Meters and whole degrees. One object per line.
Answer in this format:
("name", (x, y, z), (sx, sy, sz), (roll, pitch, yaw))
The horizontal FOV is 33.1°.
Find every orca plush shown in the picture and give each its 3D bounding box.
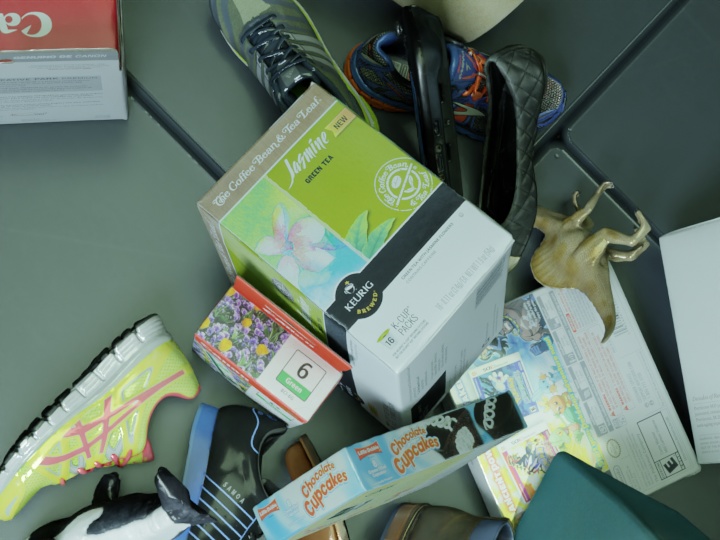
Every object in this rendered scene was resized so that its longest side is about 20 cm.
("orca plush", (-0.195, 0.182, 0.916), (0.105, 0.200, 0.072), (13, 54, -34))

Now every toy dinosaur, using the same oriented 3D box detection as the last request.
("toy dinosaur", (0.196, -0.012, 1.030), (0.101, 0.058, 0.201), (-30, 47, 1))

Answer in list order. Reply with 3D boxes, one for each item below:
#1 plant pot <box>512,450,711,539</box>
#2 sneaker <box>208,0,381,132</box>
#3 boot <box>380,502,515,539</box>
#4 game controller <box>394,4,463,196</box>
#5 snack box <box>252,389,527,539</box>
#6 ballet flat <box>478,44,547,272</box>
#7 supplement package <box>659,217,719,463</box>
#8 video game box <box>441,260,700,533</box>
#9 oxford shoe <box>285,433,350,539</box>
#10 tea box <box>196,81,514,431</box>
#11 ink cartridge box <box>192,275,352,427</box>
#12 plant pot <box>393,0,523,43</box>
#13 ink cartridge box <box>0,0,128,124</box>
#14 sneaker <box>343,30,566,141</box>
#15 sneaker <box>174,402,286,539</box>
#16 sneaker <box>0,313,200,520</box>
("plant pot", (0.214, 0.257, 0.917), (0.141, 0.200, 0.142), (29, 91, -21))
("sneaker", (-0.057, -0.174, 1.022), (0.074, 0.081, 0.200), (-42, 88, 7))
("boot", (0.052, 0.261, 0.928), (0.075, 0.096, 0.201), (61, 36, -36))
("game controller", (0.057, -0.110, 0.987), (0.042, 0.105, 0.201), (-5, 122, 9))
("snack box", (0.026, 0.149, 0.924), (0.199, 0.116, 0.037), (-11, 68, -48))
("ballet flat", (0.117, -0.091, 1.028), (0.056, 0.066, 0.202), (-9, 112, -32))
("supplement package", (0.349, 0.054, 1.029), (0.116, 0.117, 0.202), (-3, 80, -34))
("video game box", (0.169, 0.117, 1.040), (0.181, 0.047, 0.201), (-21, 84, -15))
("oxford shoe", (-0.039, 0.234, 0.974), (0.071, 0.071, 0.202), (-12, 83, -4))
("tea box", (0.000, 0.000, 0.928), (0.196, 0.200, 0.134), (38, 76, 15))
("ink cartridge box", (-0.073, 0.067, 0.926), (0.109, 0.200, 0.050), (38, 78, -2))
("plant pot", (0.061, -0.302, 1.036), (0.187, 0.187, 0.200), (-46, 103, -14))
("ink cartridge box", (-0.284, -0.176, 0.944), (0.198, 0.176, 0.085), (-4, 81, -11))
("sneaker", (0.086, -0.162, 1.055), (0.198, 0.078, 0.076), (8, 80, -8))
("sneaker", (-0.108, 0.207, 0.964), (0.077, 0.070, 0.202), (8, 78, -2))
("sneaker", (-0.207, 0.131, 0.958), (0.200, 0.078, 0.090), (-45, 100, -10))
